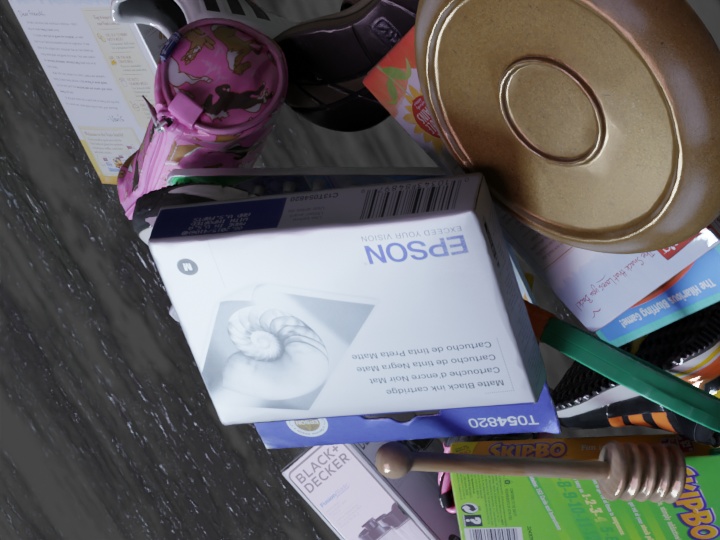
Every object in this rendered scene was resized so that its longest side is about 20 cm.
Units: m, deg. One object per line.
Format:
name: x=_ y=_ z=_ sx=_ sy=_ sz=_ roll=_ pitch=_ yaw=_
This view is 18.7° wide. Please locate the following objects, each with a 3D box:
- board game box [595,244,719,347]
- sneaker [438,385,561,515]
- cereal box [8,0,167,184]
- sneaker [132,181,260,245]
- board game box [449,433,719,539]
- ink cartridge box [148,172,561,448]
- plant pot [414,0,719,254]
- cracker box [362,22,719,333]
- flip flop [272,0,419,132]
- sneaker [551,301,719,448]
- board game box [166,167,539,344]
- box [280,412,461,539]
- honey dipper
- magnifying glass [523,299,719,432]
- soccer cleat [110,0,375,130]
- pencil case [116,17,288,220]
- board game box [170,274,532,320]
board game box: x=0.140 y=-0.059 z=1.291 sx=0.200 sy=0.045 sz=0.152 roll=50 pitch=147 yaw=-5
sneaker: x=0.083 y=0.136 z=1.522 sx=0.079 sy=0.095 sz=0.200 roll=34 pitch=157 yaw=16
cereal box: x=-0.177 y=-0.151 z=1.583 sx=0.144 sy=0.040 sz=0.200 roll=8 pitch=131 yaw=46
sneaker: x=-0.060 y=0.016 z=1.320 sx=0.200 sy=0.080 sz=0.074 roll=35 pitch=146 yaw=-33
board game box: x=0.162 y=0.147 z=1.426 sx=0.199 sy=0.030 sz=0.096 roll=-1 pitch=135 yaw=10
ink cartridge box: x=0.000 y=0.040 z=1.257 sx=0.199 sy=0.041 sz=0.200 roll=-6 pitch=129 yaw=20
plant pot: x=0.105 y=-0.088 z=1.138 sx=0.200 sy=0.027 sz=0.200 roll=25 pitch=137 yaw=26
cracker box: x=0.111 y=-0.075 z=1.213 sx=0.200 sy=0.058 sz=0.134 roll=48 pitch=144 yaw=0
flip flop: x=0.019 y=-0.149 z=1.328 sx=0.081 sy=0.058 sz=0.200 roll=46 pitch=131 yaw=-15
sneaker: x=0.192 y=0.083 z=1.364 sx=0.090 sy=0.070 sz=0.200 roll=44 pitch=152 yaw=-10
board game box: x=0.000 y=0.000 z=1.375 sx=0.199 sy=0.026 sz=0.200 roll=1 pitch=150 yaw=21
box: x=0.044 y=0.184 z=1.603 sx=0.060 sy=0.117 sz=0.200 roll=-42 pitch=90 yaw=25
honey dipper: x=0.103 y=0.118 z=1.333 sx=0.038 sy=0.199 sz=0.038 roll=-174 pitch=90 yaw=-71
magnifying glass: x=0.129 y=0.043 z=1.269 sx=0.200 sy=0.022 sz=0.080 roll=26 pitch=-177 yaw=24
soccer cleat: x=-0.075 y=-0.142 z=1.423 sx=0.200 sy=0.085 sz=0.069 roll=37 pitch=147 yaw=17
pencil case: x=-0.103 y=-0.084 z=1.387 sx=0.086 sy=0.083 sz=0.200 roll=7 pitch=159 yaw=-10
board game box: x=-0.008 y=0.018 z=1.484 sx=0.199 sy=0.026 sz=0.200 roll=20 pitch=152 yaw=-13
